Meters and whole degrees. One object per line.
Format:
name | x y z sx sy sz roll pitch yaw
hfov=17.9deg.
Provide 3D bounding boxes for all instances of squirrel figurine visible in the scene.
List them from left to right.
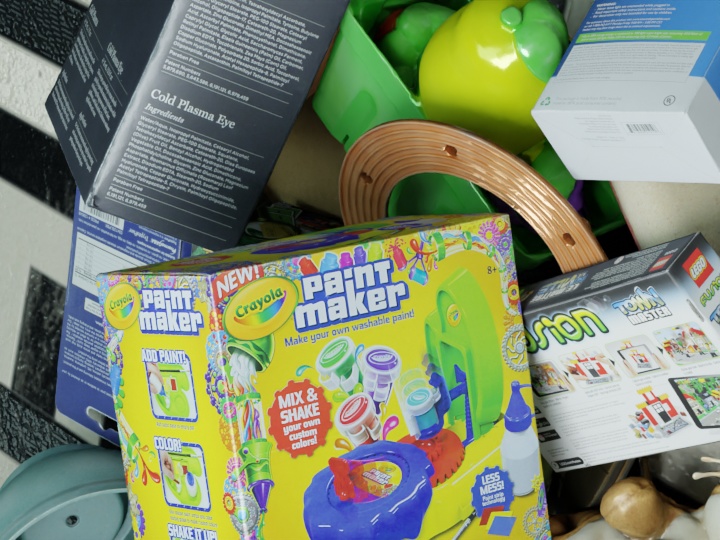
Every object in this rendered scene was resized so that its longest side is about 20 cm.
squirrel figurine | 0.199 0.185 1.345 0.186 0.200 0.142 -27 46 12

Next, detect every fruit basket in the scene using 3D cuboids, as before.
fruit basket | 0.083 -0.104 1.370 0.215 0.155 0.216 16 115 38

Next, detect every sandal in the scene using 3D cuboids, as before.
sandal | 0.152 0.143 1.433 0.082 0.054 0.200 -106 20 -50

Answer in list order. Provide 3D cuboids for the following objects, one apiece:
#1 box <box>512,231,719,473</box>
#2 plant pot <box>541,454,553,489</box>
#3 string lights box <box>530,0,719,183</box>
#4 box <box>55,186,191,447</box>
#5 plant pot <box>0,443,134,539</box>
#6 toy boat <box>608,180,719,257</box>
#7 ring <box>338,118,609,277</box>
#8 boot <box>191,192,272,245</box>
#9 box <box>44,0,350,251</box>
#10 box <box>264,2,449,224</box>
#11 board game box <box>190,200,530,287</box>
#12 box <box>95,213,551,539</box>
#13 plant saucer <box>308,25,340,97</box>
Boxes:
box | 0.145 0.050 1.258 0.110 0.035 0.200 52 148 -13
plant pot | 0.037 0.145 1.446 0.200 0.200 0.190 41 121 29
string lights box | 0.186 -0.142 1.256 0.103 0.200 0.059 5 143 42
box | -0.175 0.032 1.727 0.121 0.032 0.201 24 113 37
plant pot | -0.204 0.212 1.703 0.134 0.200 0.201 -127 46 -56
toy boat | 0.216 -0.031 1.307 0.131 0.130 0.200 71 180 -60
ring | 0.071 -0.008 1.326 0.200 0.019 0.201 28 144 23
boot | -0.105 0.026 1.616 0.154 0.073 0.204 -29 97 44
box | -0.106 -0.136 1.437 0.183 0.104 0.200 -65 22 15
box | -0.004 -0.102 1.550 0.200 0.021 0.164 -2 98 43
board game box | 0.000 0.000 1.488 0.199 0.105 0.024 19 114 26
box | -0.019 0.078 1.252 0.122 0.200 0.193 0 100 55
plant saucer | -0.027 -0.201 1.493 0.200 0.032 0.201 -42 41 50
